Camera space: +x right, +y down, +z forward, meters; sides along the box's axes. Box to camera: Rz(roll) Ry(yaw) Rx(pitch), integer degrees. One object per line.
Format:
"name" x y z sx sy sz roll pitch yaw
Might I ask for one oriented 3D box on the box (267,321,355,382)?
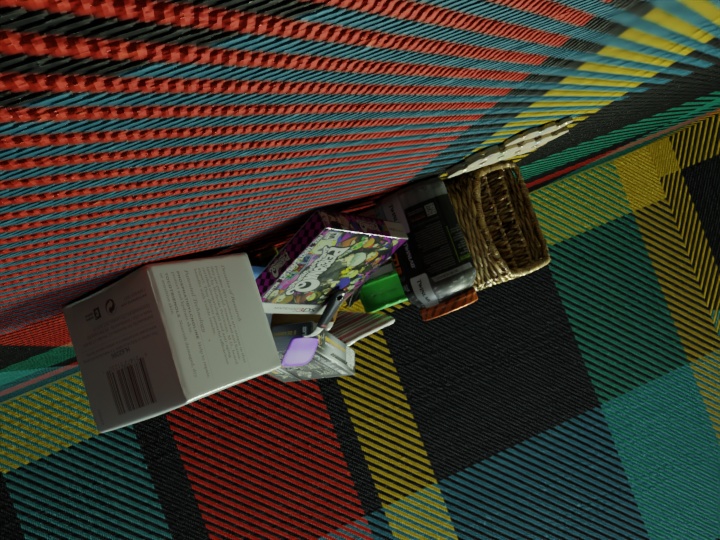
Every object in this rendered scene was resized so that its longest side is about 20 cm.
"box" -0.115 0.150 1.426 0.155 0.049 0.200 -8 157 21

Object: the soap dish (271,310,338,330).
"soap dish" -0.135 0.049 1.447 0.195 0.083 0.158 -2 -161 6

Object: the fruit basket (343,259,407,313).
"fruit basket" 0.067 0.011 1.654 0.182 0.095 0.200 -20 -165 22

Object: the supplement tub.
"supplement tub" 0.108 -0.032 1.248 0.120 0.204 0.123 -20 178 -1

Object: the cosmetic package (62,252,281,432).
"cosmetic package" -0.240 0.088 1.024 0.165 0.170 0.199 -22 175 28

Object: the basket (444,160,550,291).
"basket" 0.237 -0.082 1.390 0.146 0.204 0.142 -19 178 15

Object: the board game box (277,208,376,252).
"board game box" -0.035 -0.047 1.362 0.146 0.066 0.198 -22 179 -40

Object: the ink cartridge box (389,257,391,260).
"ink cartridge box" 0.071 -0.071 1.618 0.196 0.084 0.146 -22 179 7

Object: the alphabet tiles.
"alphabet tiles" 0.228 -0.184 1.216 0.197 0.015 0.195 -21 178 -33

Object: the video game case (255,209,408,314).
"video game case" -0.052 -0.005 1.154 0.179 0.036 0.200 4 140 -48

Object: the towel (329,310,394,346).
"towel" -0.042 0.121 1.605 0.145 0.031 0.198 -24 -163 -39

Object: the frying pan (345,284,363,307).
"frying pan" -0.007 0.016 1.469 0.117 0.030 0.190 -65 173 4

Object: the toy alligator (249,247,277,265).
"toy alligator" -0.145 -0.005 1.294 0.198 0.061 0.054 -24 177 38

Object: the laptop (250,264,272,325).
"laptop" -0.193 0.071 1.225 0.184 0.205 0.115 6 -164 -34

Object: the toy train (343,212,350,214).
"toy train" -0.052 -0.024 1.224 0.056 0.042 0.201 -22 157 -28

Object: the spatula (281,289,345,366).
"spatula" -0.069 0.092 1.251 0.055 0.021 0.201 3 142 -31
